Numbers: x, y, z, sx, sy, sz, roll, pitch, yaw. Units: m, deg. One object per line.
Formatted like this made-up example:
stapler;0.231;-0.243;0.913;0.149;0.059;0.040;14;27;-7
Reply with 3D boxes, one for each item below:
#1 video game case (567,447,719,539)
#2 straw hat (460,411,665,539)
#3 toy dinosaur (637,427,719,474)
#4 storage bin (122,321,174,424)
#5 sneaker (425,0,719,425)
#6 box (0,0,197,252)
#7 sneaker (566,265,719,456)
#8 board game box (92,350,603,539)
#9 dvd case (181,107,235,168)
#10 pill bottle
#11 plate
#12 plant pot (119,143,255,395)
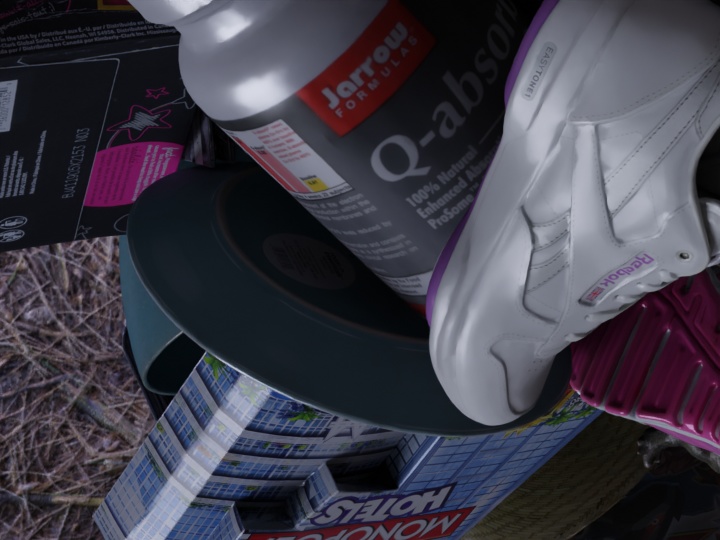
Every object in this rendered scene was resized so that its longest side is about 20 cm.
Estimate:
video game case;0.139;0.140;1.168;0.181;0.200;0.026;30;157;51
straw hat;0.069;0.072;1.195;0.085;0.201;0.201;55;168;-19
toy dinosaur;0.174;0.056;1.062;0.102;0.077;0.200;11;138;41
storage bin;-0.023;0.049;1.320;0.135;0.200;0.094;62;-173;32
sneaker;0.083;-0.010;0.760;0.099;0.075;0.200;29;133;12
box;-0.148;-0.097;0.963;0.200;0.132;0.115;118;140;-64
sneaker;0.164;0.049;0.935;0.088;0.082;0.200;26;-174;-42
board game box;-0.009;0.095;1.011;0.199;0.200;0.062;-4;-128;-39
dvd case;-0.098;-0.131;1.042;0.016;0.149;0.200;-6;-171;-20
pill bottle;0.004;-0.079;0.847;0.200;0.116;0.116;43;172;-28
plate;0.000;0.000;0.938;0.199;0.026;0.200;17;-152;-10
plant pot;-0.042;-0.039;1.145;0.200;0.199;0.135;68;178;-75
